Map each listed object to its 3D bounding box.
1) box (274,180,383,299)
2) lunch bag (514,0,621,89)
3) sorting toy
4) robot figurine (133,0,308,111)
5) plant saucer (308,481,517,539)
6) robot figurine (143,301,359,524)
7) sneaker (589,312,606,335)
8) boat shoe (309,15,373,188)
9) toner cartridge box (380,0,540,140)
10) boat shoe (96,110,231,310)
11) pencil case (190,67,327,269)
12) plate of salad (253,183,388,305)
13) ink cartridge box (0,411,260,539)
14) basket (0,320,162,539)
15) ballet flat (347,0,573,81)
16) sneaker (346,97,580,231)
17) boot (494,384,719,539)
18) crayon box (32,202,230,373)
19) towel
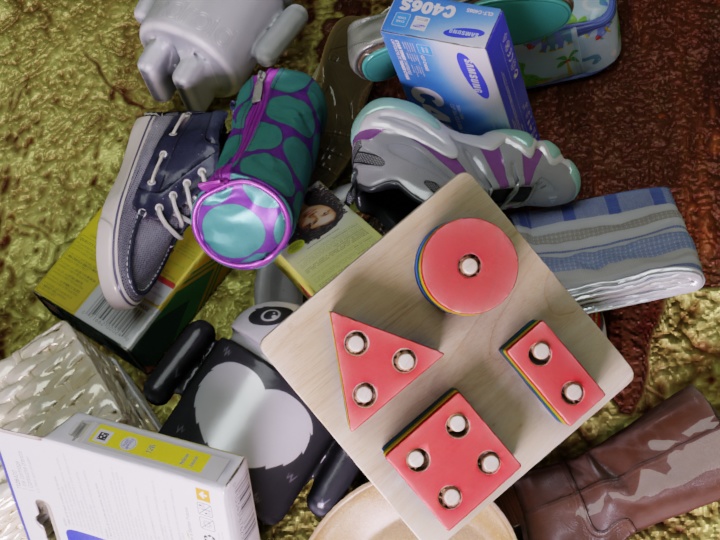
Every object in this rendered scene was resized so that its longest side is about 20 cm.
[{"bbox_3d":[-0.018,-0.006,1.216,0.075,0.050,0.200,-34,31,-9],"label":"box"},{"bbox_3d":[0.132,-0.245,1.399,0.199,0.083,0.161,-12,54,9],"label":"lunch bag"},{"bbox_3d":[0.065,0.065,1.085,0.200,0.070,0.199,-40,91,-3],"label":"sorting toy"},{"bbox_3d":[-0.136,-0.248,1.462,0.169,0.113,0.200,22,68,16],"label":"robot figurine"},{"bbox_3d":[0.039,0.251,1.134,0.200,0.035,0.201,-13,60,25],"label":"plant saucer"},{"bbox_3d":[-0.084,0.121,1.205,0.200,0.150,0.125,-56,31,-7],"label":"robot figurine"},{"bbox_3d":[0.118,0.085,1.199,0.077,0.085,0.200,28,70,31],"label":"sneaker"},{"bbox_3d":[-0.034,-0.140,1.402,0.073,0.063,0.201,20,70,-3],"label":"boat shoe"},{"bbox_3d":[0.089,-0.150,1.281,0.095,0.200,0.043,13,66,24],"label":"toner cartridge box"},{"bbox_3d":[-0.163,-0.059,1.317,0.092,0.075,0.201,-5,58,22],"label":"boat shoe"},{"bbox_3d":[-0.082,-0.090,1.257,0.085,0.093,0.200,-15,32,18],"label":"pencil case"},{"bbox_3d":[0.000,0.000,1.310,0.199,0.048,0.201,-8,58,13],"label":"plate of salad"},{"bbox_3d":[-0.168,0.199,1.154,0.199,0.198,0.047,14,43,24],"label":"ink cartridge box"},{"bbox_3d":[-0.272,0.154,1.254,0.200,0.123,0.136,-35,57,-6],"label":"basket"},{"bbox_3d":[0.082,-0.221,1.311,0.199,0.067,0.064,-16,54,5],"label":"ballet flat"},{"bbox_3d":[0.082,-0.052,1.241,0.199,0.078,0.140,13,54,-5],"label":"sneaker"},{"bbox_3d":[0.215,0.193,1.124,0.199,0.064,0.187,-23,58,-3],"label":"boot"},{"bbox_3d":[-0.184,-0.020,1.376,0.127,0.051,0.200,28,72,29],"label":"crayon box"},{"bbox_3d":[0.191,-0.018,1.213,0.146,0.024,0.200,-11,22,9],"label":"towel"}]
